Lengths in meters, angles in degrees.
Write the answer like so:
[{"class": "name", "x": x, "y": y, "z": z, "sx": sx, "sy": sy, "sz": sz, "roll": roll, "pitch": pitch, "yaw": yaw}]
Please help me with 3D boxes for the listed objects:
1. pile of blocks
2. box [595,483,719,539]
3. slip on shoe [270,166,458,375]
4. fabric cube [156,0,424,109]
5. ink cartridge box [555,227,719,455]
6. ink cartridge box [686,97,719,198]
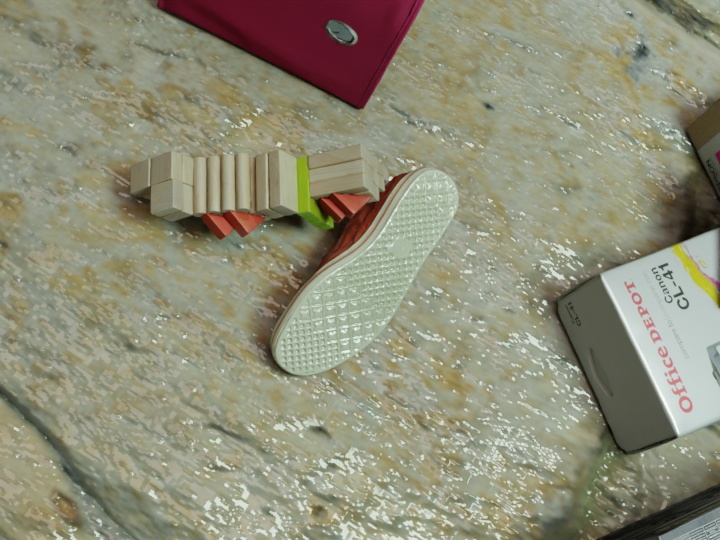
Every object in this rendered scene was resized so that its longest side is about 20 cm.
[{"class": "pile of blocks", "x": -0.077, "y": -0.052, "z": 0.834, "sx": 0.200, "sy": 0.082, "sz": 0.062, "roll": -2, "pitch": 73, "yaw": -2}, {"class": "box", "x": 0.269, "y": 0.192, "z": 0.800, "sx": 0.200, "sy": 0.158, "sz": 0.048, "roll": -18, "pitch": 77, "yaw": -22}, {"class": "slip on shoe", "x": 0.000, "y": 0.000, "z": 0.850, "sx": 0.074, "sy": 0.061, "sz": 0.200, "roll": 43, "pitch": 76, "yaw": -24}, {"class": "fabric cube", "x": -0.027, "y": -0.290, "z": 0.869, "sx": 0.199, "sy": 0.196, "sz": 0.200, "roll": 26, "pitch": 66, "yaw": -6}, {"class": "ink cartridge box", "x": 0.289, "y": 0.049, "z": 0.899, "sx": 0.200, "sy": 0.086, "sz": 0.148, "roll": -19, "pitch": 77, "yaw": -24}, {"class": "ink cartridge box", "x": 0.421, "y": -0.080, "z": 0.990, "sx": 0.164, "sy": 0.075, "sz": 0.200, "roll": -17, "pitch": 77, "yaw": -20}]
